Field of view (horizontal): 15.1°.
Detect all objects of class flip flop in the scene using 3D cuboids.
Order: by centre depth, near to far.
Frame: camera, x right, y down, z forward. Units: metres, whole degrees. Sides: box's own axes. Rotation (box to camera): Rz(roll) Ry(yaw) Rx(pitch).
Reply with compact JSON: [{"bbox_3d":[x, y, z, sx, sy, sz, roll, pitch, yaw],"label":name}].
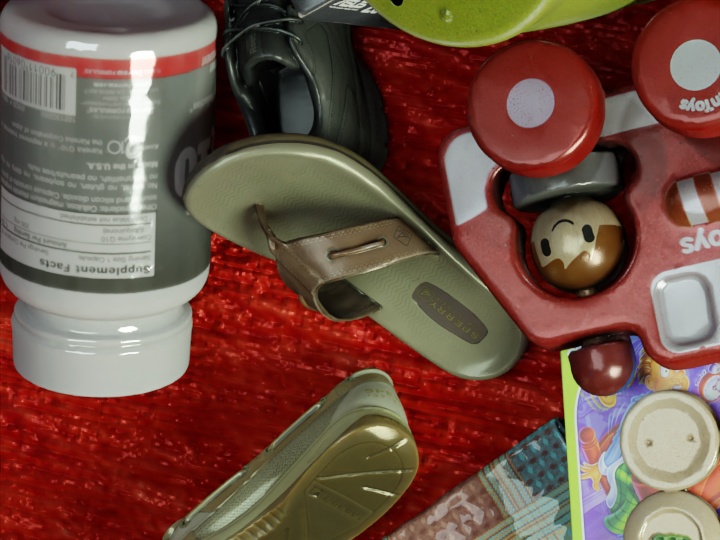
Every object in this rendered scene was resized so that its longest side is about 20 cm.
[{"bbox_3d":[0.000,0.000,1.391,0.200,0.058,0.081,35,124,-15],"label":"flip flop"}]

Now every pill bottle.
[{"bbox_3d":[-0.134,-0.043,1.440,0.114,0.114,0.200,11,113,21],"label":"pill bottle"}]

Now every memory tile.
[{"bbox_3d":[0.224,0.131,1.312,0.200,0.017,0.153,0,88,18],"label":"memory tile"}]

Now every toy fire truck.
[{"bbox_3d":[0.142,-0.030,1.325,0.200,0.112,0.168,-14,76,14],"label":"toy fire truck"}]

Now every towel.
[{"bbox_3d":[0.103,0.197,1.420,0.147,0.022,0.200,-37,79,18],"label":"towel"}]

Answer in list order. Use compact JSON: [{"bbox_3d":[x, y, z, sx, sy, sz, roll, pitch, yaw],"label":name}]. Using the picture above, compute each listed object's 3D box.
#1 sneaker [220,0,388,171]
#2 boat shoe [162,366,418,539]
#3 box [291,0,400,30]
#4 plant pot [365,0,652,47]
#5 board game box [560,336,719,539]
[{"bbox_3d":[-0.039,-0.135,1.427,0.076,0.091,0.200,-18,84,24],"label":"sneaker"},{"bbox_3d":[-0.051,0.133,1.463,0.073,0.063,0.201,32,114,-29],"label":"boat shoe"},{"bbox_3d":[-0.025,-0.219,1.380,0.049,0.161,0.200,-29,80,19],"label":"box"},{"bbox_3d":[0.081,-0.195,1.287,0.200,0.193,0.201,14,121,25],"label":"plant pot"},{"bbox_3d":[0.203,0.084,1.352,0.200,0.045,0.135,-5,87,18],"label":"board game box"}]
